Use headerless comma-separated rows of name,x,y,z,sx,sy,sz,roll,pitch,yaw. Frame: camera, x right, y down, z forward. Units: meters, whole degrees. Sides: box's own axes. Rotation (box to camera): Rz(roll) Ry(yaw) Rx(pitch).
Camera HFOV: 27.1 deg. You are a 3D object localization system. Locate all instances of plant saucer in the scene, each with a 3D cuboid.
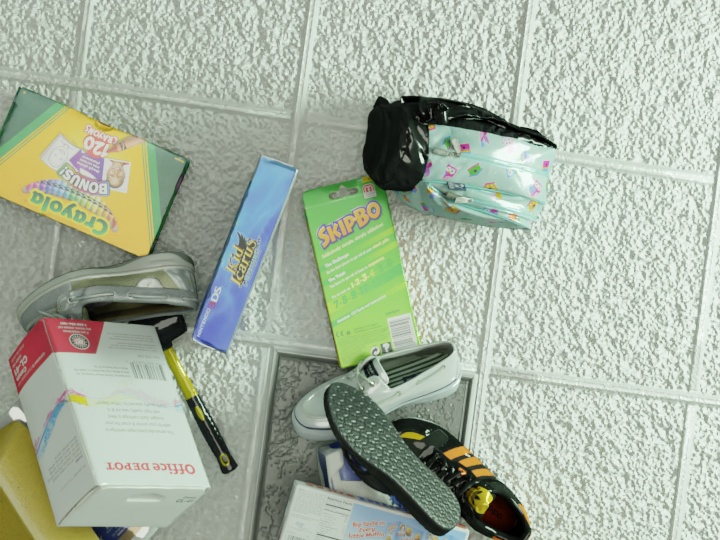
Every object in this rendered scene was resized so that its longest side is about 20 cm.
plant saucer,-0.374,0.283,1.566,0.199,0.048,0.201,-31,93,33

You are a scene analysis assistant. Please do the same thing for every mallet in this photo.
mallet,-0.181,0.128,1.651,0.066,0.041,0.201,-34,97,-2

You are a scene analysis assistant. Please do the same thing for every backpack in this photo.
backpack,0.112,-0.117,1.632,0.198,0.167,0.128,12,99,-18

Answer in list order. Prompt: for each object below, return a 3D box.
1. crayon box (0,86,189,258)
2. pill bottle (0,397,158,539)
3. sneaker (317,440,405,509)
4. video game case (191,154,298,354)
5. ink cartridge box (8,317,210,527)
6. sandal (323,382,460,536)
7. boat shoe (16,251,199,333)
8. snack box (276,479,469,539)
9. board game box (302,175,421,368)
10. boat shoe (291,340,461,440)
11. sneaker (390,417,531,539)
crayon box,-0.299,-0.103,1.627,0.198,0.058,0.120,23,87,-5
pill bottle,-0.298,0.214,1.599,0.200,0.111,0.111,43,86,-4
sneaker,0.030,0.271,1.654,0.114,0.081,0.201,-20,98,-9
video game case,-0.125,-0.016,1.583,0.045,0.181,0.202,21,87,-4
ink cartridge box,-0.258,0.155,1.525,0.086,0.147,0.201,-42,56,32
sandal,0.022,0.207,1.587,0.201,0.075,0.048,49,126,-2
boat shoe,-0.272,0.037,1.607,0.200,0.075,0.065,-14,63,1
snack box,0.014,0.285,1.599,0.198,0.024,0.073,17,93,-12
board game box,0.000,0.000,1.673,0.095,0.030,0.202,-13,93,-7
boat shoe,0.016,0.121,1.644,0.198,0.067,0.074,-21,49,-15
sneaker,0.111,0.231,1.640,0.200,0.090,0.070,39,85,-14
